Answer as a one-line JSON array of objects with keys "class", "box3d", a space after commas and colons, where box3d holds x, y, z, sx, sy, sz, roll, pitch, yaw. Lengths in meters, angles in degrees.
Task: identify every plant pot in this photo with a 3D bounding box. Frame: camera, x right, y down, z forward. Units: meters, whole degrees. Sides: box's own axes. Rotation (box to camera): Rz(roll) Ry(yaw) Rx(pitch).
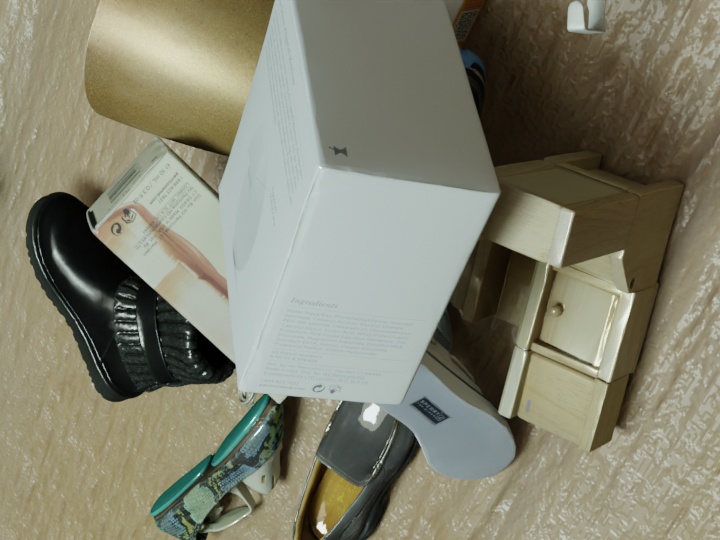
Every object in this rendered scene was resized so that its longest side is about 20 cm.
[{"class": "plant pot", "box3d": [-0.081, -0.160, 1.139, 0.199, 0.186, 0.188, 29, 118, 13]}]

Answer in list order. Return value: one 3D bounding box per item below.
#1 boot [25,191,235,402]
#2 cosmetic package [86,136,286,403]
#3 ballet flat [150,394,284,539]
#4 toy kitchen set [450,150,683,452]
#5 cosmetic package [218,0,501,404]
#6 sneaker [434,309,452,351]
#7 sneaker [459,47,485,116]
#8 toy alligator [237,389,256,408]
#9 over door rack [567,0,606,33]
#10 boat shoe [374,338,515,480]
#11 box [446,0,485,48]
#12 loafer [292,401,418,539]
[{"class": "boot", "box3d": [-0.200, 0.012, 1.314, 0.157, 0.079, 0.213, -18, 102, 44]}, {"class": "cosmetic package", "box3d": [-0.113, -0.001, 1.156, 0.200, 0.103, 0.087, 44, 88, -17]}, {"class": "ballet flat", "box3d": [-0.110, 0.181, 1.315, 0.200, 0.074, 0.075, -44, 76, 37]}, {"class": "toy kitchen set", "box3d": [0.098, 0.016, 1.039, 0.162, 0.180, 0.202, 23, 110, 30]}, {"class": "cosmetic package", "box3d": [-0.010, -0.054, 0.980, 0.201, 0.121, 0.201, -101, 23, -43]}, {"class": "sneaker", "box3d": [0.000, 0.000, 1.187, 0.201, 0.073, 0.071, 54, 154, 8]}, {"class": "sneaker", "box3d": [0.044, -0.066, 1.095, 0.070, 0.083, 0.202, 14, 117, -4]}, {"class": "toy alligator", "box3d": [-0.103, 0.019, 1.246, 0.059, 0.054, 0.203, 19, 104, 52]}, {"class": "over door rack", "box3d": [0.216, -0.246, 0.946, 0.146, 0.066, 0.203, 2, 82, 36]}, {"class": "boat shoe", "box3d": [0.058, 0.090, 1.116, 0.073, 0.200, 0.066, -23, 47, 14]}, {"class": "box", "box3d": [0.060, -0.267, 1.083, 0.119, 0.041, 0.201, 40, 120, 21]}, {"class": "loafer", "box3d": [-0.003, 0.152, 1.215, 0.072, 0.072, 0.202, 28, 116, 28]}]
